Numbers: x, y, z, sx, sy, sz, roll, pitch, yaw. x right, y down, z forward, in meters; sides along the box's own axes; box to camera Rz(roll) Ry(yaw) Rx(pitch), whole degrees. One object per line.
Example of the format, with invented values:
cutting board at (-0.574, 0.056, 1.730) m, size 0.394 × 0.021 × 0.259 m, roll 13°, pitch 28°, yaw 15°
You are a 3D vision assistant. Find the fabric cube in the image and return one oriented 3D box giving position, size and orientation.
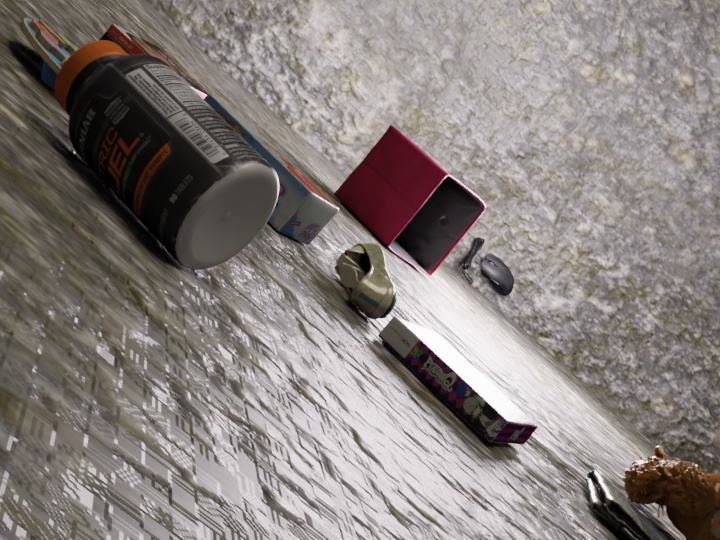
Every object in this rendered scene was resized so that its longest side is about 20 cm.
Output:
fabric cube at (0.107, -0.146, 2.687) m, size 0.199 × 0.200 × 0.196 m, roll 45°, pitch 8°, yaw 36°

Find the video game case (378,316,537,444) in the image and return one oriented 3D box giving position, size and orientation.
video game case at (0.120, 0.134, 1.515) m, size 0.181 × 0.036 × 0.200 m, roll 42°, pitch 6°, yaw 19°

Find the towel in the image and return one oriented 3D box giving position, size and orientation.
towel at (0.369, 0.350, 1.653) m, size 0.193 × 0.035 × 0.200 m, roll 45°, pitch 4°, yaw 2°

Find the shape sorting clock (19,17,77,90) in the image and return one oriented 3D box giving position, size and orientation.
shape sorting clock at (-0.266, -0.184, 1.294) m, size 0.200 × 0.039 × 0.200 m, roll 41°, pitch 6°, yaw -5°

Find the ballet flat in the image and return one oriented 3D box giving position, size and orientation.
ballet flat at (0.000, 0.000, 1.588) m, size 0.062 × 0.068 × 0.200 m, roll 29°, pitch 9°, yaw -17°

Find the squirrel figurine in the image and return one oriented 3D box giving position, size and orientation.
squirrel figurine at (0.508, 0.348, 2.050) m, size 0.200 × 0.142 × 0.186 m, roll 40°, pitch -1°, yaw -37°

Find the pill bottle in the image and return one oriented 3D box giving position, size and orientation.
pill bottle at (-0.164, -0.102, 1.030) m, size 0.200 × 0.106 × 0.106 m, roll 44°, pitch 6°, yaw 25°

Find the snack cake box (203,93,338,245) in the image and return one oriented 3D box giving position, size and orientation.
snack cake box at (-0.131, -0.129, 1.646) m, size 0.200 × 0.067 × 0.115 m, roll 44°, pitch 4°, yaw 19°

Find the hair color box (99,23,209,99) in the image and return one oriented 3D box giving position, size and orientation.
hair color box at (-0.266, -0.243, 1.620) m, size 0.101 × 0.061 × 0.200 m, roll 43°, pitch 7°, yaw 4°

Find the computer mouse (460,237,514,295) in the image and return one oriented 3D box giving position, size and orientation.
computer mouse at (0.379, 0.011, 3.741) m, size 0.201 × 0.141 × 0.046 m, roll 52°, pitch -33°, yaw -17°
